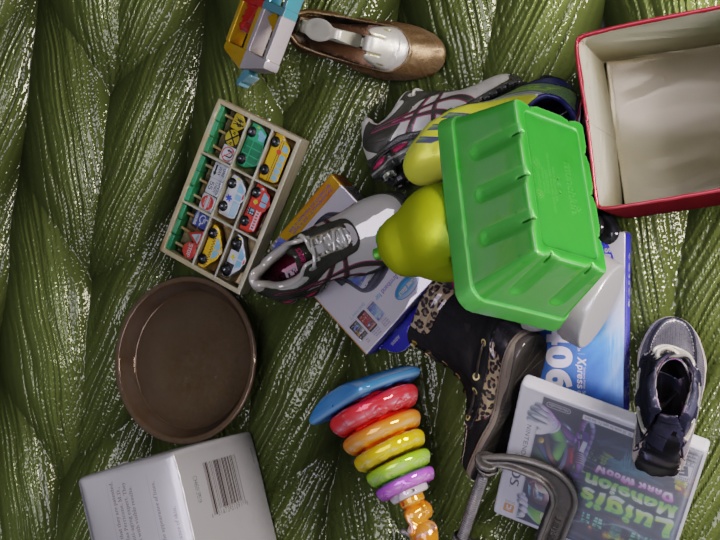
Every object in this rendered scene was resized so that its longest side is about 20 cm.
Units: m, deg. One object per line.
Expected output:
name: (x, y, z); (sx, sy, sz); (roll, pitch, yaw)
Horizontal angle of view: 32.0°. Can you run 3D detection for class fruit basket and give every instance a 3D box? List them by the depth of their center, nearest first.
fruit basket: (0.118, -0.042, 1.208); (0.215, 0.154, 0.219); (-25, 59, 50)

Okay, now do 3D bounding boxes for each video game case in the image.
video game case: (0.248, 0.219, 1.321); (0.198, 0.023, 0.184); (19, 125, 17)

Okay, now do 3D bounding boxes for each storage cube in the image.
storage cube: (0.322, -0.152, 1.248); (0.197, 0.179, 0.174); (-9, 86, 22)

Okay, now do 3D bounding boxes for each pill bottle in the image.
pill bottle: (0.165, -0.009, 1.302); (0.199, 0.116, 0.118); (29, 101, 23)

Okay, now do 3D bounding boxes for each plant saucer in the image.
plant saucer: (-0.210, 0.109, 1.529); (0.197, 0.029, 0.203); (-3, 82, 23)

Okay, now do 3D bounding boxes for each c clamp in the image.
c clamp: (0.144, 0.267, 1.368); (0.169, 0.027, 0.202); (27, 127, 9)

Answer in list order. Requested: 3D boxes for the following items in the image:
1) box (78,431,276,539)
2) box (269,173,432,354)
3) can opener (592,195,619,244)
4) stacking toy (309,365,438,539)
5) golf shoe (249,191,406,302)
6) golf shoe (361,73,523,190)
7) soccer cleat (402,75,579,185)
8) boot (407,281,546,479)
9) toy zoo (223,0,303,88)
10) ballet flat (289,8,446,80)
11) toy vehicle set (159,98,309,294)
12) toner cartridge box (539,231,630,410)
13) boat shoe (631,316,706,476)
box: (-0.200, 0.306, 1.447); (0.129, 0.199, 0.203); (-16, 84, 21)
box: (0.000, 0.000, 1.452); (0.200, 0.041, 0.119); (47, 106, 17)
can opener: (0.206, -0.098, 1.322); (0.079, 0.063, 0.201); (-59, 37, 30)
stacking toy: (0.041, 0.215, 1.385); (0.116, 0.109, 0.202); (-37, 71, 43)
golf shoe: (-0.032, -0.021, 1.391); (0.199, 0.088, 0.078); (-31, 80, 17)
golf shoe: (0.087, -0.175, 1.399); (0.198, 0.077, 0.089); (-29, 66, 13)
soccer cleat: (0.135, -0.141, 1.312); (0.198, 0.084, 0.065); (-25, 121, 9)
boot: (0.118, 0.115, 1.386); (0.150, 0.073, 0.202); (39, 134, 34)
toy zoo: (-0.105, -0.309, 1.458); (0.131, 0.020, 0.202); (36, 107, 57)
ballet flat: (-0.003, -0.262, 1.432); (0.198, 0.072, 0.069); (19, 98, 20)
toy vehicle set: (-0.153, -0.089, 1.516); (0.123, 0.026, 0.202); (26, 100, 19)
toner cartridge box: (0.242, 0.059, 1.356); (0.094, 0.043, 0.203); (0, 90, 20)
boat shoe: (0.312, 0.100, 1.246); (0.074, 0.201, 0.094); (9, 136, 8)
